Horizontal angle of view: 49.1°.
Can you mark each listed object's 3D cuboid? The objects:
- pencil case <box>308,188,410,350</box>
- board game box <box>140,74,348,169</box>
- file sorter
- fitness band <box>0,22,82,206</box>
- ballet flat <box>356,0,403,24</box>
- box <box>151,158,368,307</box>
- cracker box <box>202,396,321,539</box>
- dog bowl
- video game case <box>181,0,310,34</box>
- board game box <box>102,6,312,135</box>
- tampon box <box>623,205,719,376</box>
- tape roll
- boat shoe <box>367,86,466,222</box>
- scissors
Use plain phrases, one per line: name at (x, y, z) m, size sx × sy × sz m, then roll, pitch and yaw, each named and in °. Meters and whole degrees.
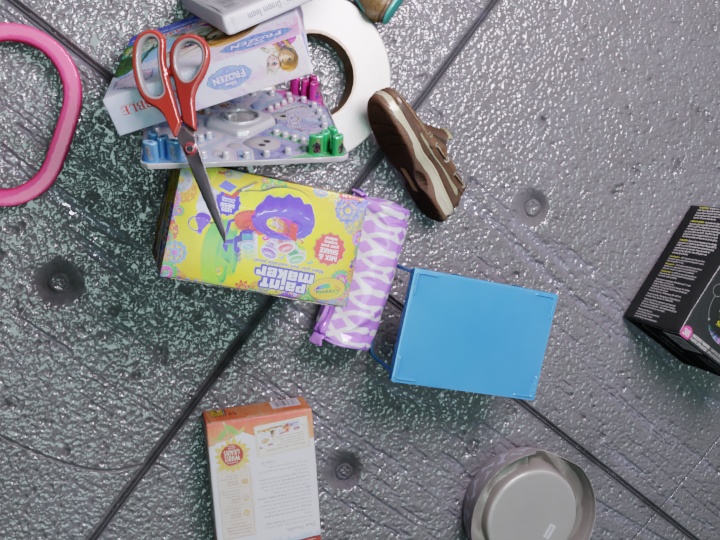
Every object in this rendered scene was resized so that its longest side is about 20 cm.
pencil case at (0.000, 0.000, 0.990) m, size 0.085 × 0.084 × 0.201 m, roll 10°, pitch 95°, yaw -52°
board game box at (-0.126, -0.163, 0.830) m, size 0.199 × 0.200 × 0.026 m, roll -4°, pitch 122°, yaw -10°
file sorter at (0.125, 0.074, 1.022) m, size 0.199 × 0.123 × 0.140 m, roll 10°, pitch 95°, yaw -19°
fitness band at (-0.389, -0.170, 0.867) m, size 0.143 × 0.037 × 0.201 m, roll 18°, pitch 94°, yaw -19°
ballet flat at (0.058, -0.389, 0.960) m, size 0.072 × 0.068 × 0.200 m, roll 39°, pitch 79°, yaw 1°
box at (-0.121, -0.047, 0.888) m, size 0.199 × 0.193 × 0.123 m, roll 11°, pitch 96°, yaw -19°
cracker box at (-0.125, 0.273, 1.008) m, size 0.133 × 0.058 × 0.201 m, roll -6°, pitch 99°, yaw -16°
dog bowl at (0.238, 0.348, 1.134) m, size 0.199 × 0.059 × 0.201 m, roll -3°, pitch 100°, yaw -17°
video game case at (-0.090, -0.313, 0.855) m, size 0.181 × 0.200 × 0.024 m, roll -27°, pitch 122°, yaw -12°
board game box at (-0.153, -0.226, 0.820) m, size 0.199 × 0.200 × 0.041 m, roll -18°, pitch 124°, yaw 3°
tampon box at (0.514, 0.031, 1.136) m, size 0.150 × 0.126 × 0.201 m, roll 34°, pitch 87°, yaw -20°
tape roll at (-0.060, -0.236, 0.960) m, size 0.202 × 0.037 × 0.204 m, roll -3°, pitch 100°, yaw -17°
boat shoe at (0.076, -0.156, 0.986) m, size 0.075 × 0.075 × 0.203 m, roll -45°, pitch 133°, yaw -14°
scissors at (-0.166, -0.123, 0.729) m, size 0.073 × 0.014 × 0.201 m, roll -6°, pitch 94°, yaw 1°
